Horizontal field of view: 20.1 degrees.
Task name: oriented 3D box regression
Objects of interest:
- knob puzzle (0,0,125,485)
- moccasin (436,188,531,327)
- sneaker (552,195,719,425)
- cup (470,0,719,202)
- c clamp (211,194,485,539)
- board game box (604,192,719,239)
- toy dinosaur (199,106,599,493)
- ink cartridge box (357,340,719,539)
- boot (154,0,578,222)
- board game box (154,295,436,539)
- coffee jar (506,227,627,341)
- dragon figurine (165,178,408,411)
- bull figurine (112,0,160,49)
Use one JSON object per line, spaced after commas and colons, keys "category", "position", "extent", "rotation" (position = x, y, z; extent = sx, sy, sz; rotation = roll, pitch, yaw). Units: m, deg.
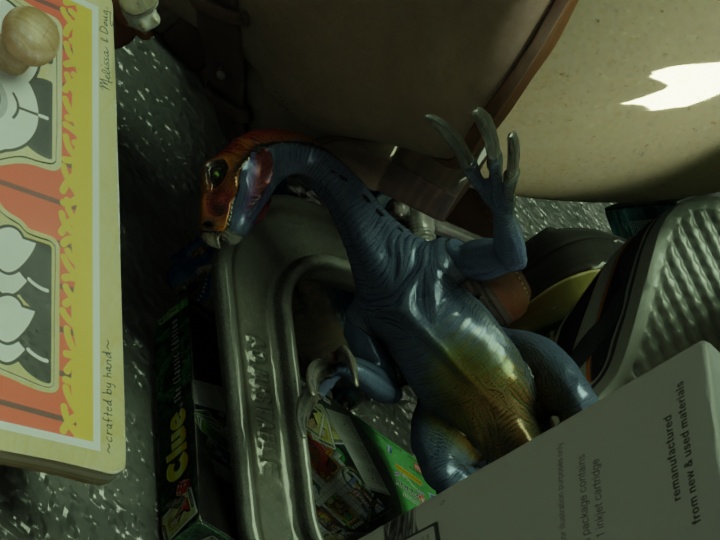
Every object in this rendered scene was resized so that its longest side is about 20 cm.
{"category": "knob puzzle", "position": [-0.148, -0.044, 0.583], "extent": [0.219, 0.030, 0.221], "rotation": [24, 51, -34]}
{"category": "moccasin", "position": [0.021, -0.059, 0.910], "extent": [0.078, 0.073, 0.202], "rotation": [-46, 111, -29]}
{"category": "sneaker", "position": [0.111, 0.068, 0.849], "extent": [0.078, 0.079, 0.201], "rotation": [31, 67, -7]}
{"category": "cup", "position": [0.077, -0.108, 0.816], "extent": [0.201, 0.143, 0.201], "rotation": [53, -24, 36]}
{"category": "c clamp", "position": [0.016, 0.050, 0.739], "extent": [0.170, 0.027, 0.201], "rotation": [24, 51, -39]}
{"category": "board game box", "position": [0.186, 0.055, 1.031], "extent": [0.135, 0.028, 0.201], "rotation": [-176, -114, -82]}
{"category": "toy dinosaur", "position": [0.017, 0.034, 0.706], "extent": [0.182, 0.105, 0.200], "rotation": [51, -14, 26]}
{"category": "ink cartridge box", "position": [0.067, 0.133, 0.614], "extent": [0.146, 0.200, 0.085], "rotation": [42, 30, -27]}
{"category": "boot", "position": [-0.007, -0.097, 0.706], "extent": [0.146, 0.200, 0.070], "rotation": [36, 57, 4]}
{"category": "board game box", "position": [0.000, 0.099, 0.753], "extent": [0.200, 0.023, 0.105], "rotation": [38, 27, -35]}
{"category": "coffee jar", "position": [0.129, 0.077, 0.952], "extent": [0.104, 0.085, 0.201], "rotation": [20, 41, -45]}
{"category": "dragon figurine", "position": [0.000, 0.000, 0.827], "extent": [0.200, 0.059, 0.100], "rotation": [-22, 86, -59]}
{"category": "bull figurine", "position": [-0.141, -0.153, 0.731], "extent": [0.200, 0.065, 0.121], "rotation": [54, -3, -17]}
